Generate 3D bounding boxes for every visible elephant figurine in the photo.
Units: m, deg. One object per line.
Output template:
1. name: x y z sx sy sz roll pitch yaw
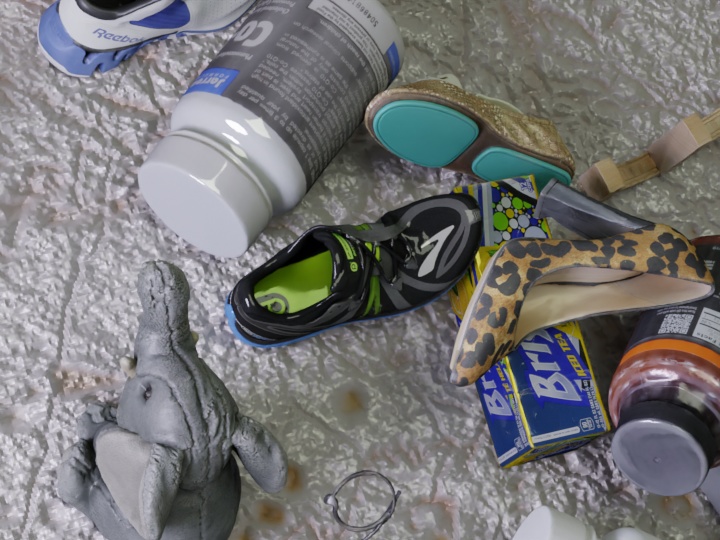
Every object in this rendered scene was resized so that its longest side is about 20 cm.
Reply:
1. elephant figurine: -0.118 0.111 1.291 0.154 0.200 0.142 30 64 -8

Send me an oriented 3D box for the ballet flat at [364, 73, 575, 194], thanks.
1. ballet flat: 0.077 -0.107 1.501 0.199 0.070 0.066 22 43 -38

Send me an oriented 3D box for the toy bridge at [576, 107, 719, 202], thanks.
1. toy bridge: 0.248 -0.099 1.574 0.199 0.067 0.027 -28 82 -28

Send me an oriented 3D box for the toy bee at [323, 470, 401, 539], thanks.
1. toy bee: -0.021 0.233 1.352 0.130 0.109 0.201 35 88 -14

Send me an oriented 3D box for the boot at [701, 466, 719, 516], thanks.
1. boot: 0.328 0.184 1.498 0.095 0.074 0.201 -25 80 -19

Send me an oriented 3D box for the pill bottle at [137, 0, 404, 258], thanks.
1. pill bottle: -0.065 -0.112 1.439 0.113 0.114 0.201 38 63 -3

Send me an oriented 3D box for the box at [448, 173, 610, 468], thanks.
1. box: 0.114 0.037 1.479 0.069 0.064 0.202 -10 75 -22

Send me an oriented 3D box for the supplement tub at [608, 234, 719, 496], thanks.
1. supplement tub: 0.243 0.071 1.462 0.107 0.107 0.200 37 45 -4

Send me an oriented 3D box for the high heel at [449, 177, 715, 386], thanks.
1. high heel: 0.156 0.029 1.403 0.142 0.072 0.201 27 55 13

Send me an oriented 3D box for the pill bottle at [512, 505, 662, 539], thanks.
1. pill bottle: 0.198 0.245 1.407 0.199 0.114 0.115 26 65 -10

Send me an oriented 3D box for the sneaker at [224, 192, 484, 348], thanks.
1. sneaker: 0.000 0.000 1.419 0.198 0.083 0.071 -21 79 -10

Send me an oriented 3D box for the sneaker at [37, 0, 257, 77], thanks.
1. sneaker: -0.133 -0.215 1.449 0.199 0.115 0.081 -31 85 -26
